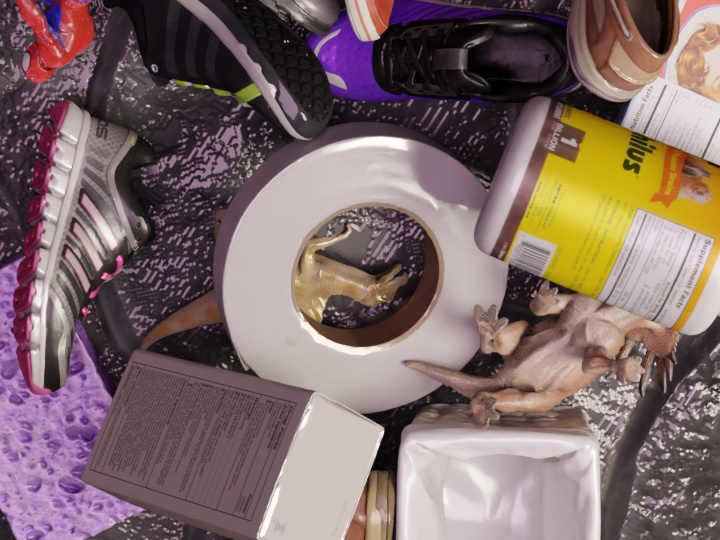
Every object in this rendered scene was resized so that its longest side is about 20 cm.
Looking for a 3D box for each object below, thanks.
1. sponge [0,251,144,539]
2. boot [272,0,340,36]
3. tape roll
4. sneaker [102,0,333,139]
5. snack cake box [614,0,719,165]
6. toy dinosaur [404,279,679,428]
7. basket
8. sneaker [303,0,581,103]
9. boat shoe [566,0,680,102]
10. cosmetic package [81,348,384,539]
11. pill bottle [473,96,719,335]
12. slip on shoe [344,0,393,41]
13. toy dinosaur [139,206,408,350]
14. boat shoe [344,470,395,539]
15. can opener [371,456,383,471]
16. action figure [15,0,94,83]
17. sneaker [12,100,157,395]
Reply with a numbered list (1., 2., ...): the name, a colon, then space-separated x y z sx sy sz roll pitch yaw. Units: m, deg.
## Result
1. sponge: -0.229 0.096 1.648 0.111 0.030 0.201 -26 98 7
2. boot: -0.043 -0.266 1.543 0.131 0.070 0.200 -36 91 8
3. tape roll: 0.000 0.000 1.576 0.202 0.037 0.204 -5 112 -13
4. sneaker: -0.100 -0.147 1.569 0.200 0.072 0.083 48 116 18
5. snack cake box: 0.247 -0.132 1.560 0.115 0.067 0.201 24 101 1
6. toy dinosaur: 0.139 0.058 1.579 0.199 0.135 0.086 -23 77 18
7. basket: 0.094 0.194 1.601 0.135 0.123 0.201 1 100 3
8. sneaker: 0.055 -0.145 1.549 0.199 0.100 0.070 -1 101 7
9. boat shoe: 0.175 -0.212 1.516 0.075 0.072 0.201 3 73 -31
10. cosmetic package: -0.088 0.122 1.550 0.073 0.200 0.104 30 78 -40
11. pill bottle: 0.181 -0.029 1.495 0.199 0.109 0.110 22 101 0
12. slip on shoe: 0.027 -0.247 1.530 0.061 0.074 0.201 11 82 14
13. toy dinosaur: -0.070 0.006 1.609 0.199 0.058 0.102 -12 101 5
14. boat shoe: -0.021 0.212 1.606 0.067 0.072 0.201 7 129 -3
15. can opener: -0.060 0.194 1.650 0.063 0.079 0.200 42 99 35
16. action figure: -0.198 -0.211 1.541 0.099 0.065 0.200 35 126 4
17. sneaker: -0.184 -0.012 1.591 0.087 0.074 0.201 10 82 -17
